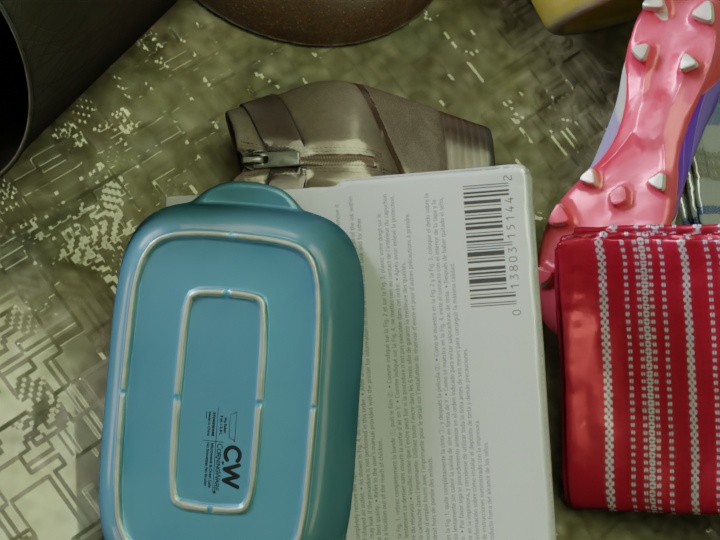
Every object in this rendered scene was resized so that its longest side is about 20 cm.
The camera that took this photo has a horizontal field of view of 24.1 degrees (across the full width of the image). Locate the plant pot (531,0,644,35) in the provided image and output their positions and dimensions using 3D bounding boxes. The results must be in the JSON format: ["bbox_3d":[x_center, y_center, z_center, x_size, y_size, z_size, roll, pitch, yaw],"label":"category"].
[{"bbox_3d":[0.138,-0.242,0.945,0.199,0.200,0.191,-16,89,-24],"label":"plant pot"}]

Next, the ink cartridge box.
[{"bbox_3d":[0.001,0.058,0.802,0.174,0.045,0.203,-4,87,7],"label":"ink cartridge box"}]

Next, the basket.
[{"bbox_3d":[-0.155,-0.153,0.819,0.137,0.179,0.200,55,51,-16],"label":"basket"}]

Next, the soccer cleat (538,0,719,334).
[{"bbox_3d":[0.153,-0.055,0.911,0.066,0.076,0.202,19,88,27],"label":"soccer cleat"}]

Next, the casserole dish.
[{"bbox_3d":[-0.062,0.059,0.768,0.120,0.039,0.203,4,88,7],"label":"casserole dish"}]

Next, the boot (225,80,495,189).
[{"bbox_3d":[0.000,0.000,0.857,0.144,0.070,0.202,-1,70,-10],"label":"boot"}]

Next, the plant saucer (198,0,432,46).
[{"bbox_3d":[-0.032,-0.224,0.957,0.198,0.037,0.203,7,65,-15],"label":"plant saucer"}]

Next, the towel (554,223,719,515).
[{"bbox_3d":[0.192,0.049,0.830,0.198,0.022,0.147,-1,89,23],"label":"towel"}]

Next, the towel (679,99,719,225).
[{"bbox_3d":[0.248,-0.027,0.962,0.145,0.024,0.202,-1,67,-20],"label":"towel"}]
